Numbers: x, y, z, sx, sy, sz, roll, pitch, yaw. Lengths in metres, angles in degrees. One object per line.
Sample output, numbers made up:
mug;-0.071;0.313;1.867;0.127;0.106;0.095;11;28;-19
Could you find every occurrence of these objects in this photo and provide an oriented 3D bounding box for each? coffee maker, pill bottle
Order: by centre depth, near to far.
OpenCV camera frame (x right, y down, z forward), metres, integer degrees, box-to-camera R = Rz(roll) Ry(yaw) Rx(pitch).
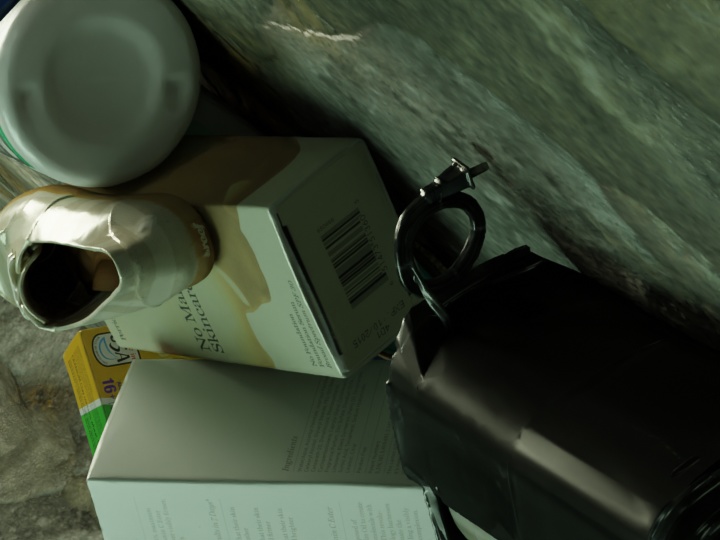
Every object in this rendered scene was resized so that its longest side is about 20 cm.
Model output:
coffee maker;0.104;0.078;0.990;0.192;0.135;0.200;48;168;-34
pill bottle;-0.171;-0.114;1.296;0.113;0.113;0.200;45;170;-26

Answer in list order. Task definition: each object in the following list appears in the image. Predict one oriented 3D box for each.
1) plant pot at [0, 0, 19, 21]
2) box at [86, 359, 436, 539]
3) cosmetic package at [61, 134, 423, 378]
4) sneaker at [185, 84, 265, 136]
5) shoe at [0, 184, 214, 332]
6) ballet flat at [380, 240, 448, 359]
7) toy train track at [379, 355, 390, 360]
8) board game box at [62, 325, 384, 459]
plant pot;-0.230;-0.168;1.041;0.200;0.200;0.180;42;178;-5
box;-0.026;0.123;1.256;0.199;0.098;0.125;0;129;14
cosmetic package;-0.066;-0.011;1.244;0.200;0.071;0.105;3;124;51
sneaker;-0.108;-0.039;1.381;0.074;0.118;0.200;41;170;13
shoe;-0.152;-0.006;1.240;0.200;0.053;0.070;-7;113;54
ballet flat;0.000;0.000;1.309;0.200;0.071;0.065;25;-162;40
toy train track;0.013;0.052;1.424;0.200;0.033;0.115;30;-144;-21
board game box;-0.060;0.094;1.418;0.040;0.199;0.153;-50;55;56
